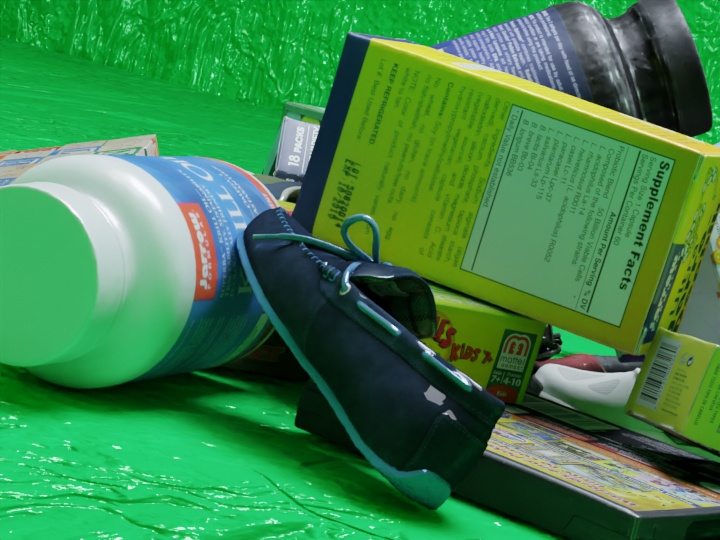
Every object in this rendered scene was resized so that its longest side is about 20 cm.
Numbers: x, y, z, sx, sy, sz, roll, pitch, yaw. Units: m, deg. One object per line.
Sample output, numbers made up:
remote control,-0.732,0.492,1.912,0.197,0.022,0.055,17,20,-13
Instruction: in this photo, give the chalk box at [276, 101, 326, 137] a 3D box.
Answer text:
chalk box,0.003,-0.053,1.749,0.199,0.125,0.125,9,8,-35

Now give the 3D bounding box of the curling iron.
curling iron,0.150,0.062,1.486,0.049,0.026,0.199,-28,-25,35

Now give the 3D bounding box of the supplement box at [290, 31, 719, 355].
supplement box,0.082,-0.043,1.226,0.199,0.109,0.109,21,9,17

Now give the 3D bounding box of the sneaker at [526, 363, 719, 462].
sneaker,0.196,0.054,1.279,0.199,0.116,0.076,15,7,15

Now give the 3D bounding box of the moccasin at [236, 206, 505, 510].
moccasin,0.010,0.030,1.079,0.080,0.068,0.200,37,11,-47

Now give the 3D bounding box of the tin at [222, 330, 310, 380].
tin,-0.084,0.023,1.329,0.111,0.042,0.200,7,8,-17

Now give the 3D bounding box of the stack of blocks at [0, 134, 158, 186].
stack of blocks,-0.178,-0.029,1.292,0.114,0.059,0.200,-6,10,4

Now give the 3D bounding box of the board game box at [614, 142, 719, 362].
board game box,0.243,-0.026,1.390,0.199,0.104,0.105,-22,9,-35

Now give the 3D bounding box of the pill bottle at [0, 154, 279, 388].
pill bottle,-0.117,0.000,1.132,0.112,0.113,0.200,16,8,19

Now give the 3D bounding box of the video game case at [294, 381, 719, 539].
video game case,0.098,0.095,1.139,0.199,0.026,0.180,19,9,37

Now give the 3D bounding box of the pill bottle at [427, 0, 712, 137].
pill bottle,0.098,-0.091,1.360,0.199,0.112,0.112,-18,8,0

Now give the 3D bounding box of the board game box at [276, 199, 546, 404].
board game box,-0.002,0.011,1.247,0.101,0.048,0.200,10,12,-35

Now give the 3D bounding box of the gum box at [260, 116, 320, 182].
gum box,0.027,-0.022,1.527,0.199,0.045,0.170,12,-27,-8

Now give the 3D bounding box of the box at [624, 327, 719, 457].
box,0.236,0.091,1.165,0.199,0.050,0.075,23,-1,-17

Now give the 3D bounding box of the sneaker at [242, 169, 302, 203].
sneaker,0.000,0.000,1.423,0.200,0.067,0.090,27,-6,-24
